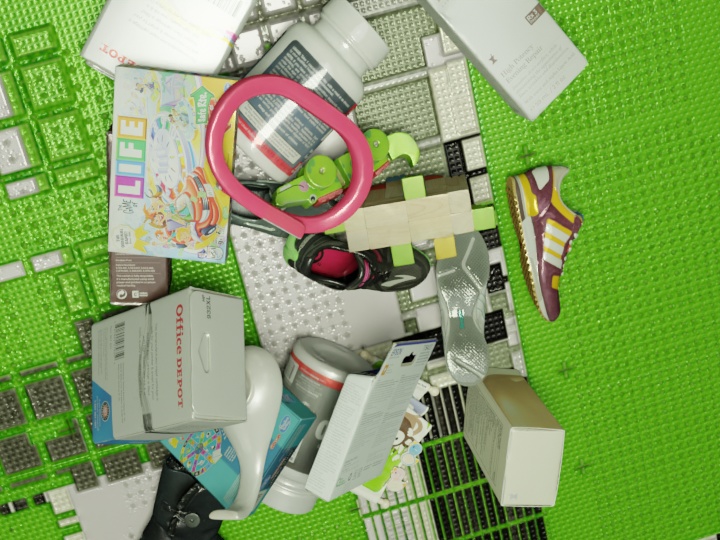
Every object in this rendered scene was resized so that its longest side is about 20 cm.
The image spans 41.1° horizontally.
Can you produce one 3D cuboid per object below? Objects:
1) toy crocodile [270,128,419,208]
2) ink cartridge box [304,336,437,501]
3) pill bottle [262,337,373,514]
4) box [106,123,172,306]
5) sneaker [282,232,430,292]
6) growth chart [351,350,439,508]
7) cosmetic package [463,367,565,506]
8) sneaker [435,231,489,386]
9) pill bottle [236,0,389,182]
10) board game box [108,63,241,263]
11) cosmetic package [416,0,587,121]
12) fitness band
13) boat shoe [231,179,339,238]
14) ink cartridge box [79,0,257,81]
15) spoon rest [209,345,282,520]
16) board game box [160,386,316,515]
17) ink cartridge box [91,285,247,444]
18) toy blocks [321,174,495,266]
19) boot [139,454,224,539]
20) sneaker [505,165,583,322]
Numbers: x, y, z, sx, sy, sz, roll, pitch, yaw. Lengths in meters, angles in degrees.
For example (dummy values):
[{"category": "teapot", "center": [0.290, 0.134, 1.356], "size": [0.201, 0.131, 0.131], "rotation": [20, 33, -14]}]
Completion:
[{"category": "toy crocodile", "center": [-0.019, -0.117, 1.151], "size": [0.198, 0.067, 0.063], "rotation": [-28, 92, -23]}, {"category": "ink cartridge box", "center": [0.017, 0.169, 1.178], "size": [0.040, 0.199, 0.203], "rotation": [25, 95, 19]}, {"category": "pill bottle", "center": [-0.067, 0.200, 1.233], "size": [0.112, 0.114, 0.203], "rotation": [19, 102, -13]}, {"category": "box", "center": [-0.260, -0.071, 1.138], "size": [0.073, 0.100, 0.204], "rotation": [-1, 107, -8]}, {"category": "sneaker", "center": [0.000, 0.000, 1.191], "size": [0.196, 0.084, 0.078], "rotation": [5, 116, -25]}, {"category": "growth chart", "center": [0.025, 0.220, 1.303], "size": [0.143, 0.018, 0.203], "rotation": [21, 102, -14]}, {"category": "cosmetic package", "center": [0.191, 0.207, 1.226], "size": [0.070, 0.200, 0.107], "rotation": [3, 106, -9]}, {"category": "sneaker", "center": [0.129, 0.045, 1.245], "size": [0.069, 0.080, 0.205], "rotation": [1, 87, 0]}, {"category": "pill bottle", "center": [-0.064, -0.213, 1.114], "size": [0.200, 0.120, 0.119], "rotation": [-45, 107, 6]}, {"category": "board game box", "center": [-0.205, -0.115, 1.055], "size": [0.132, 0.034, 0.204], "rotation": [5, 106, -2]}, {"category": "cosmetic package", "center": [0.168, -0.289, 1.151], "size": [0.102, 0.074, 0.200], "rotation": [-45, 108, 5]}, {"category": "fitness band", "center": [-0.076, -0.123, 1.043], "size": [0.198, 0.037, 0.145], "rotation": [31, 90, -27]}, {"category": "boat shoe", "center": [-0.114, -0.075, 1.176], "size": [0.196, 0.062, 0.074], "rotation": [11, 102, -11]}, {"category": "ink cartridge box", "center": [-0.206, -0.293, 1.090], "size": [0.143, 0.085, 0.202], "rotation": [29, 99, -14]}, {"category": "spoon rest", "center": [-0.139, 0.189, 1.126], "size": [0.098, 0.061, 0.204], "rotation": [-4, 72, 24]}, {"category": "board game box", "center": [-0.171, 0.179, 1.190], "size": [0.199, 0.047, 0.152], "rotation": [39, 102, 22]}, {"category": "ink cartridge box", "center": [-0.226, 0.117, 1.121], "size": [0.083, 0.198, 0.148], "rotation": [12, 67, -46]}, {"category": "toy blocks", "center": [0.058, -0.078, 1.167], "size": [0.196, 0.137, 0.102], "rotation": [-9, 108, 6]}, {"category": "boot", "center": [-0.191, 0.344, 1.275], "size": [0.197, 0.077, 0.170], "rotation": [23, 105, -7]}, {"category": "sneaker", "center": [0.249, -0.033, 1.233], "size": [0.088, 0.075, 0.203], "rotation": [-15, 108, 2]}]
